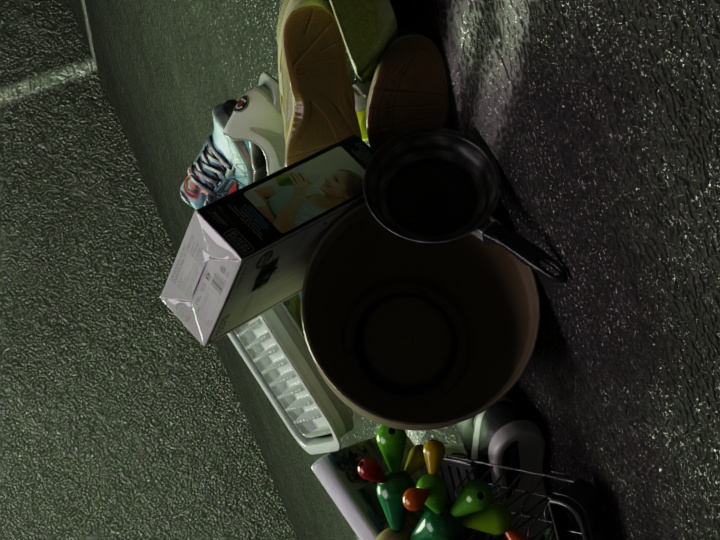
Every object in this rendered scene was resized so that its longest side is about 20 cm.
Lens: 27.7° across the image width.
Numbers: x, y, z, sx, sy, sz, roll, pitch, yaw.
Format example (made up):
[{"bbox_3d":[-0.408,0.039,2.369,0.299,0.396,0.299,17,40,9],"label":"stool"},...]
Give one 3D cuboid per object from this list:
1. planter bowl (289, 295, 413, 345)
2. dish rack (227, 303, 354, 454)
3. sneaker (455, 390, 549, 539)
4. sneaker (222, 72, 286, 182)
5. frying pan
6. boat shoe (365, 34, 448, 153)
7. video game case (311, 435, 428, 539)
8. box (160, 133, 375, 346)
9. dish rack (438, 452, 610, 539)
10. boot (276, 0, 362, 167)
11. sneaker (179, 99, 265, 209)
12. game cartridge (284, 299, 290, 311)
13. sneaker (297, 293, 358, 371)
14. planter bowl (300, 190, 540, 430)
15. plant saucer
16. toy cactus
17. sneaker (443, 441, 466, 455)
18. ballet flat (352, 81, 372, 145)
[{"bbox_3d":[0.035,0.048,1.456,0.084,0.199,0.201,-53,49,29],"label":"planter bowl"},{"bbox_3d":[-0.074,0.079,1.385,0.201,0.043,0.172,58,162,0],"label":"dish rack"},{"bbox_3d":[0.131,0.188,1.418,0.112,0.072,0.201,-119,24,-46],"label":"sneaker"},{"bbox_3d":[-0.062,-0.101,1.476,0.200,0.089,0.074,45,175,-27],"label":"sneaker"},{"bbox_3d":[0.094,-0.057,1.197,0.188,0.116,0.031,18,151,12],"label":"frying pan"},{"bbox_3d":[0.038,-0.125,1.301,0.065,0.071,0.201,-93,5,-54],"label":"boat shoe"},{"bbox_3d":[0.053,0.250,1.408,0.201,0.022,0.182,55,-158,13],"label":"video game case"},{"bbox_3d":[-0.066,-0.028,1.241,0.060,0.199,0.117,45,137,17],"label":"box"},{"bbox_3d":[0.141,0.242,1.315,0.199,0.054,0.155,7,121,42],"label":"dish rack"},{"bbox_3d":[-0.043,-0.165,1.371,0.156,0.072,0.202,-102,4,-66],"label":"boot"},{"bbox_3d":[-0.144,-0.096,1.546,0.201,0.095,0.080,86,161,-55],"label":"sneaker"},{"bbox_3d":[-0.021,0.062,1.576,0.133,0.198,0.041,25,98,68],"label":"game cartridge"},{"bbox_3d":[0.000,0.000,1.375,0.080,0.130,0.201,76,170,-68],"label":"sneaker"},{"bbox_3d":[0.045,0.049,1.260,0.135,0.199,0.202,105,142,-72],"label":"planter bowl"},{"bbox_3d":[-0.012,-0.268,1.262,0.200,0.047,0.202,-68,-41,-85],"label":"plant saucer"},{"bbox_3d":[0.054,0.236,1.261,0.200,0.102,0.165,49,124,-2],"label":"toy cactus"},{"bbox_3d":[0.133,0.266,1.524,0.201,0.076,0.081,60,158,12],"label":"sneaker"},{"bbox_3d":[0.002,-0.151,1.434,0.200,0.066,0.068,-168,68,-76],"label":"ballet flat"}]
